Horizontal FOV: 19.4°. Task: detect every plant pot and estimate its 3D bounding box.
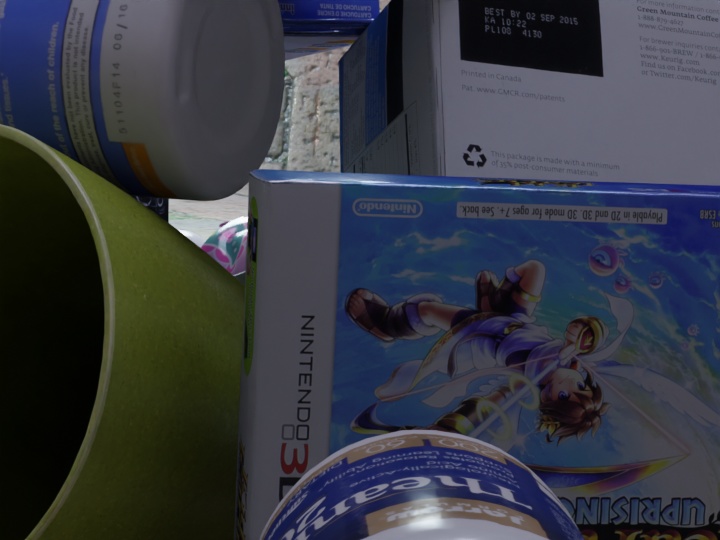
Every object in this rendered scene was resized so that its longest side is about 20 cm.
[{"bbox_3d":[-0.106,0.054,0.877,0.187,0.187,0.200,8,-7,38],"label":"plant pot"}]

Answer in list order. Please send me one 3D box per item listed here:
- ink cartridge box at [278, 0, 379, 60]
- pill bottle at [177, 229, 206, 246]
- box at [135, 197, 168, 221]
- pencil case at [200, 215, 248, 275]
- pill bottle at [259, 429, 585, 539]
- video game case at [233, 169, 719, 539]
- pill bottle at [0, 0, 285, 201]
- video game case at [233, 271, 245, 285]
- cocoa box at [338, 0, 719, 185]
[{"bbox_3d":[-0.077,-0.123,1.044,0.119,0.042,0.200,-4,1,-39],"label":"ink cartridge box"},{"bbox_3d":[-0.149,0.027,1.279,0.200,0.112,0.111,4,7,14],"label":"pill bottle"},{"bbox_3d":[-0.183,0.003,1.080,0.104,0.200,0.182,4,7,22],"label":"box"},{"bbox_3d":[0.000,0.000,1.113,0.200,0.088,0.087,-8,-2,40],"label":"pencil case"},{"bbox_3d":[0.022,0.115,0.581,0.111,0.111,0.200,2,6,-3],"label":"pill bottle"},{"bbox_3d":[0.054,0.057,0.797,0.200,0.182,0.045,1,8,-10],"label":"video game case"},{"bbox_3d":[-0.143,-0.090,0.901,0.200,0.112,0.112,5,7,23],"label":"pill bottle"},{"bbox_3d":[0.049,0.031,0.948,0.182,0.022,0.200,25,-24,-29],"label":"video game case"},{"bbox_3d":[0.101,-0.051,0.976,0.200,0.134,0.131,5,-18,-19],"label":"cocoa box"}]
